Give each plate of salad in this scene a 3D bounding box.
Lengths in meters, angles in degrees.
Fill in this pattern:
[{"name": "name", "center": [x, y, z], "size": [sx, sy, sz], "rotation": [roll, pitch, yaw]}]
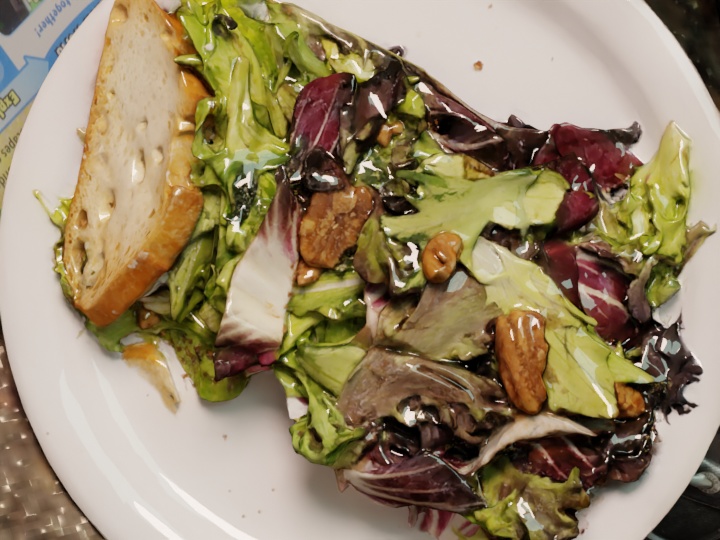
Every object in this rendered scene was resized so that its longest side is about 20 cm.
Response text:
[{"name": "plate of salad", "center": [0.000, 0.000, 0.762], "size": [0.199, 0.048, 0.201], "rotation": [0, 91, 9]}]

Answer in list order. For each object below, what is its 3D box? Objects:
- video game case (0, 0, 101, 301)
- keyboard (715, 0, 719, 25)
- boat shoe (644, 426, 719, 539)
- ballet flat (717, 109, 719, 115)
[{"name": "video game case", "center": [-0.145, -0.064, 0.768], "size": [0.200, 0.024, 0.182], "rotation": [-51, 118, -33]}, {"name": "keyboard", "center": [0.204, -0.095, 0.956], "size": [0.199, 0.021, 0.128], "rotation": [2, 62, -18]}, {"name": "boat shoe", "center": [0.035, 0.004, 0.816], "size": [0.199, 0.068, 0.074], "rotation": [44, 58, 8]}, {"name": "ballet flat", "center": [0.129, 0.016, 0.845], "size": [0.062, 0.067, 0.200], "rotation": [-26, 73, -39]}]
